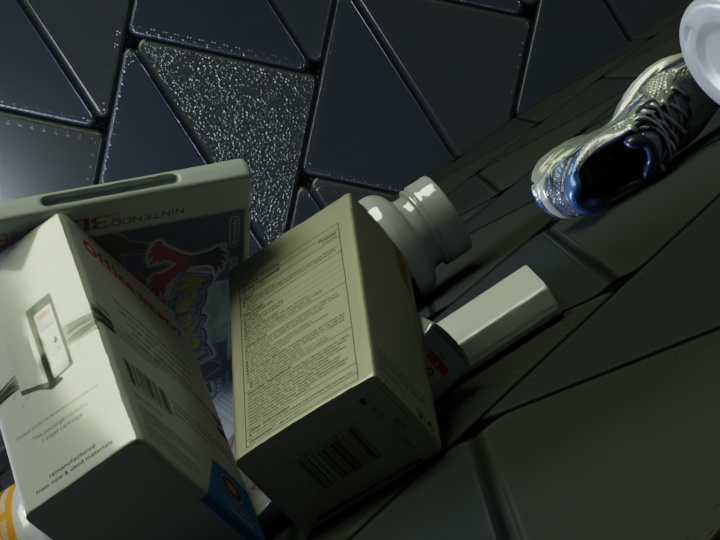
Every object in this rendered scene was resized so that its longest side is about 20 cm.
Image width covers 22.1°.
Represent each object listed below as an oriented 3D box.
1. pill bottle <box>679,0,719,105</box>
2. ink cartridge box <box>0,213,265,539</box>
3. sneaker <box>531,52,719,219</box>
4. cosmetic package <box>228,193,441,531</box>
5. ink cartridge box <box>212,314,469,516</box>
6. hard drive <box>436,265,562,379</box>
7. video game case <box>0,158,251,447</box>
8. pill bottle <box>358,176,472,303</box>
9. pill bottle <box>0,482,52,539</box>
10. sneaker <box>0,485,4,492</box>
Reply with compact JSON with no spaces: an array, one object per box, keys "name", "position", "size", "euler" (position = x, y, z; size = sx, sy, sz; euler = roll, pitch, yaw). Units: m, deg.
[{"name":"pill bottle","position":[0.366,-0.220,1.512],"size":[0.200,0.112,0.112],"euler":[-35,5,-25]},{"name":"ink cartridge box","position":[-0.149,0.085,1.108],"size":[0.084,0.146,0.200],"euler":[-34,45,7]},{"name":"sneaker","position":[0.241,-0.109,1.553],"size":[0.200,0.077,0.085],"euler":[-41,15,-4]},{"name":"cosmetic package","position":[-0.020,0.051,1.125],"size":[0.105,0.071,0.200],"euler":[-32,30,17]},{"name":"ink cartridge box","position":[-0.039,0.102,1.210],"size":[0.200,0.050,0.162],"euler":[-49,27,-9]},{"name":"hard drive","position":[0.044,0.066,1.283],"size":[0.200,0.026,0.132],"euler":[-33,5,3]},{"name":"video game case","position":[-0.161,0.025,1.206],"size":[0.182,0.023,0.200],"euler":[-11,-45,-18]},{"name":"pill bottle","position":[0.000,0.000,1.713],"size":[0.200,0.111,0.111],"euler":[-34,5,-7]},{"name":"pill bottle","position":[-0.238,0.215,1.109],"size":[0.200,0.116,0.116],"euler":[-32,5,12]},{"name":"sneaker","position":[-0.251,0.167,1.189],"size":[0.071,0.201,0.098],"euler":[-27,9,0]}]
